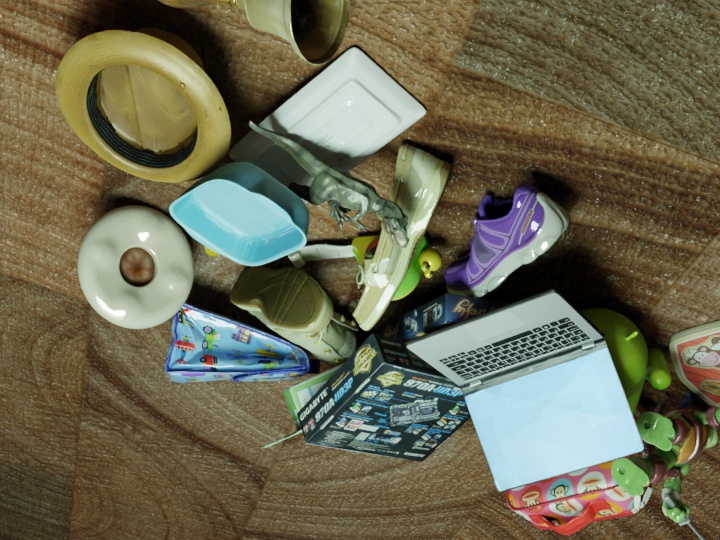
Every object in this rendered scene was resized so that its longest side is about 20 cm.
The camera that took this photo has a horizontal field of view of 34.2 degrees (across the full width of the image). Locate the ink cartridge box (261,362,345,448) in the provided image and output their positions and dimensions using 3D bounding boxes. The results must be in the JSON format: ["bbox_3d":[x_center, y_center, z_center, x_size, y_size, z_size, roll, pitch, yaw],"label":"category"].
[{"bbox_3d":[-0.043,0.159,1.483,0.197,0.060,0.104,-22,176,-10],"label":"ink cartridge box"}]

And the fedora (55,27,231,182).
[{"bbox_3d":[-0.211,-0.180,1.190,0.197,0.083,0.202,10,141,8],"label":"fedora"}]

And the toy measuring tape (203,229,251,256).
[{"bbox_3d":[-0.108,-0.071,1.320,0.073,0.074,0.199,34,128,-24],"label":"toy measuring tape"}]

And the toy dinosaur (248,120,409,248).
[{"bbox_3d":[-0.035,-0.082,1.201,0.198,0.048,0.088,33,149,-2],"label":"toy dinosaur"}]

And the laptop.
[{"bbox_3d":[0.179,0.136,1.276,0.185,0.117,0.200,-22,143,27],"label":"laptop"}]

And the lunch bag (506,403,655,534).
[{"bbox_3d":[0.281,0.253,1.499,0.082,0.178,0.199,38,140,-29],"label":"lunch bag"}]

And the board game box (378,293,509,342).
[{"bbox_3d":[0.118,0.073,1.369,0.133,0.035,0.200,9,164,-19],"label":"board game box"}]

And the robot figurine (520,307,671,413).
[{"bbox_3d":[0.275,0.125,1.379,0.172,0.117,0.201,4,143,7],"label":"robot figurine"}]

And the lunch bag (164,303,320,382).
[{"bbox_3d":[-0.150,0.109,1.535,0.196,0.096,0.151,8,169,-5],"label":"lunch bag"}]

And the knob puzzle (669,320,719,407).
[{"bbox_3d":[0.456,0.119,1.373,0.216,0.031,0.221,11,145,8],"label":"knob puzzle"}]

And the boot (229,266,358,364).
[{"bbox_3d":[-0.056,0.062,1.426,0.154,0.073,0.199,36,167,-31],"label":"boot"}]

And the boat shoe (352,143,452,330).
[{"bbox_3d":[0.031,-0.033,1.244,0.062,0.073,0.203,25,111,2],"label":"boat shoe"}]

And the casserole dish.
[{"bbox_3d":[-0.123,-0.061,1.219,0.120,0.039,0.199,36,155,-19],"label":"casserole dish"}]

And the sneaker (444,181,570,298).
[{"bbox_3d":[0.148,-0.037,1.266,0.084,0.081,0.200,48,142,0],"label":"sneaker"}]

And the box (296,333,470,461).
[{"bbox_3d":[0.047,0.158,1.403,0.198,0.046,0.159,15,130,-38],"label":"box"}]

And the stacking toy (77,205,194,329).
[{"bbox_3d":[-0.305,0.003,1.472,0.145,0.148,0.199,32,161,-22],"label":"stacking toy"}]

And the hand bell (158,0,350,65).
[{"bbox_3d":[-0.119,-0.250,1.071,0.197,0.105,0.105,11,147,27],"label":"hand bell"}]

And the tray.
[{"bbox_3d":[-0.037,-0.136,1.198,0.107,0.022,0.199,36,129,-28],"label":"tray"}]

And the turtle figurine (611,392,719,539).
[{"bbox_3d":[0.399,0.229,1.372,0.192,0.203,0.143,5,151,-44],"label":"turtle figurine"}]

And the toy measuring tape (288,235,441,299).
[{"bbox_3d":[0.000,0.000,1.348,0.197,0.074,0.074,-4,141,26],"label":"toy measuring tape"}]
